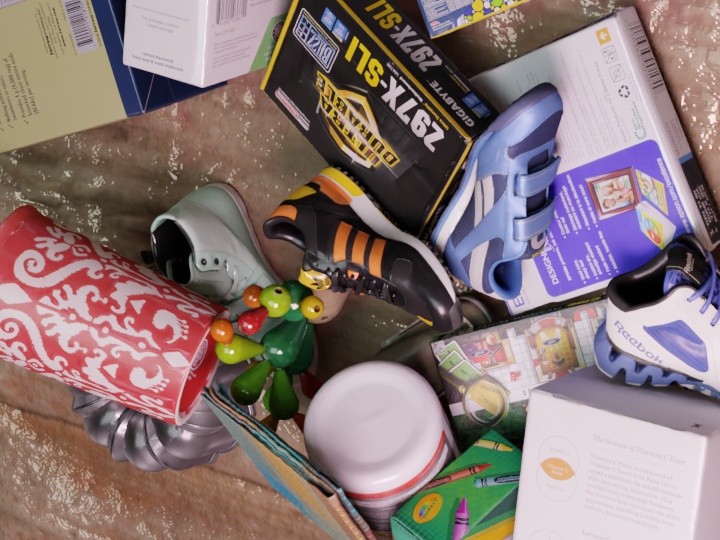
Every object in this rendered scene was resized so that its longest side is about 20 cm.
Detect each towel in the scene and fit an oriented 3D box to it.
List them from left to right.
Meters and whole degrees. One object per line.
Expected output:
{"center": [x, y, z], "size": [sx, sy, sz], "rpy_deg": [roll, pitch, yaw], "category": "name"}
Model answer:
{"center": [-0.043, 0.176, 1.543], "size": [0.200, 0.022, 0.147], "rpy_deg": [33, 162, 49], "category": "towel"}

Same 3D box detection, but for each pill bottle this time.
{"center": [0.030, 0.169, 1.591], "size": [0.115, 0.116, 0.200], "rpy_deg": [19, 156, 25], "category": "pill bottle"}

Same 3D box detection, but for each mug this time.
{"center": [-0.214, 0.036, 1.636], "size": [0.199, 0.178, 0.134], "rpy_deg": [23, 115, 10], "category": "mug"}

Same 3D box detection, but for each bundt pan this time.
{"center": [-0.198, 0.102, 1.785], "size": [0.201, 0.076, 0.203], "rpy_deg": [10, 111, 28], "category": "bundt pan"}

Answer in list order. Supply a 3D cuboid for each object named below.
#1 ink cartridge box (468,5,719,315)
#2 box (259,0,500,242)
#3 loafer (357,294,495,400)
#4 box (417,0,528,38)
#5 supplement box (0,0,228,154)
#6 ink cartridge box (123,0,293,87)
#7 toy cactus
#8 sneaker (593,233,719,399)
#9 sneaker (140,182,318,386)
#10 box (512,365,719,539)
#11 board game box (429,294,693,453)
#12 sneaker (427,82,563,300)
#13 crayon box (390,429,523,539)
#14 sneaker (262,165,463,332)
{"center": [0.168, -0.083, 1.522], "size": [0.199, 0.043, 0.199], "rpy_deg": [-20, 94, 39], "category": "ink cartridge box"}
{"center": [0.014, -0.136, 1.557], "size": [0.200, 0.049, 0.160], "rpy_deg": [49, 144, 15], "category": "box"}
{"center": [0.040, 0.094, 1.641], "size": [0.200, 0.070, 0.075], "rpy_deg": [-42, 82, 33], "category": "loafer"}
{"center": [0.139, -0.246, 1.474], "size": [0.199, 0.070, 0.065], "rpy_deg": [-18, 97, 34], "category": "box"}
{"center": [-0.257, -0.224, 1.680], "size": [0.199, 0.134, 0.201], "rpy_deg": [-11, 99, 33], "category": "supplement box"}
{"center": [-0.117, -0.269, 1.576], "size": [0.087, 0.145, 0.201], "rpy_deg": [19, 115, 27], "category": "ink cartridge box"}
{"center": [-0.050, 0.051, 1.619], "size": [0.102, 0.165, 0.200], "rpy_deg": [24, 152, 25], "category": "toy cactus"}
{"center": [0.270, 0.038, 1.441], "size": [0.198, 0.081, 0.115], "rpy_deg": [7, 138, 18], "category": "sneaker"}
{"center": [-0.120, 0.027, 1.688], "size": [0.074, 0.118, 0.201], "rpy_deg": [-29, 91, 32], "category": "sneaker"}
{"center": [0.210, 0.194, 1.485], "size": [0.152, 0.106, 0.201], "rpy_deg": [14, 105, 31], "category": "box"}
{"center": [0.165, 0.082, 1.562], "size": [0.199, 0.023, 0.105], "rpy_deg": [-15, 101, 19], "category": "board game box"}
{"center": [0.123, -0.060, 1.492], "size": [0.082, 0.074, 0.200], "rpy_deg": [43, 136, 22], "category": "sneaker"}
{"center": [0.090, 0.238, 1.571], "size": [0.058, 0.119, 0.201], "rpy_deg": [36, 151, 30], "category": "crayon box"}
{"center": [0.000, 0.000, 1.549], "size": [0.200, 0.090, 0.070], "rpy_deg": [44, 160, 35], "category": "sneaker"}
